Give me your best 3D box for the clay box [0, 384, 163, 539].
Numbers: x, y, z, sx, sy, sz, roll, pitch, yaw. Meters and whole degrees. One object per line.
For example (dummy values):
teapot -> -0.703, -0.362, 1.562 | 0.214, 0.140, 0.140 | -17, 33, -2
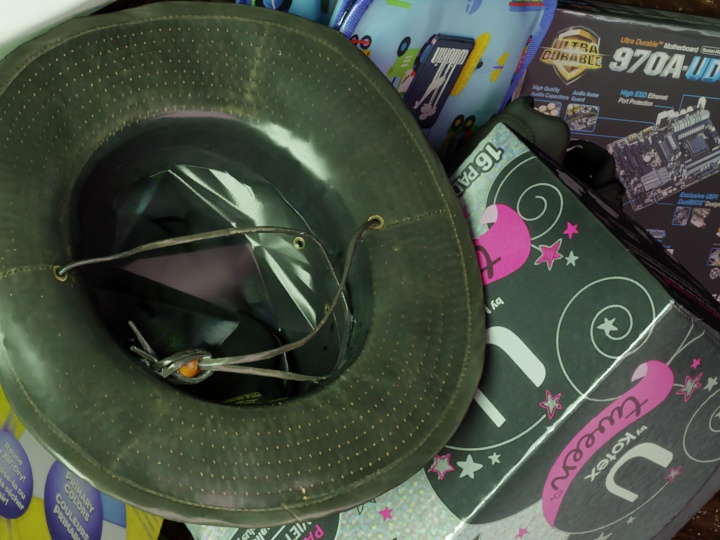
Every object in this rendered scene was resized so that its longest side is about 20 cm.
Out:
clay box -> -0.119, 0.079, 0.628 | 0.048, 0.200, 0.115 | -11, 129, 21

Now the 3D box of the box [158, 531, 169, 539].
box -> -0.137, 0.223, 0.831 | 0.200, 0.122, 0.048 | -47, 157, -4

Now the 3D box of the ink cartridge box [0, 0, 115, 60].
ink cartridge box -> -0.163, -0.141, 0.635 | 0.200, 0.083, 0.145 | -28, 100, -5

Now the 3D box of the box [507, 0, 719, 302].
box -> 0.139, -0.055, 0.920 | 0.200, 0.046, 0.159 | 2, 111, -31

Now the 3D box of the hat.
hat -> -0.054, 0.005, 0.634 | 0.200, 0.201, 0.081 | -18, 161, -23

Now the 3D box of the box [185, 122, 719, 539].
box -> 0.048, 0.069, 0.689 | 0.200, 0.115, 0.132 | -49, 142, 10

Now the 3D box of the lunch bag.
lunch bag -> 0.015, -0.117, 0.720 | 0.151, 0.094, 0.200 | -13, 122, -55

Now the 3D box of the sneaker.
sneaker -> 0.087, -0.010, 0.807 | 0.091, 0.076, 0.200 | -51, 154, -3
